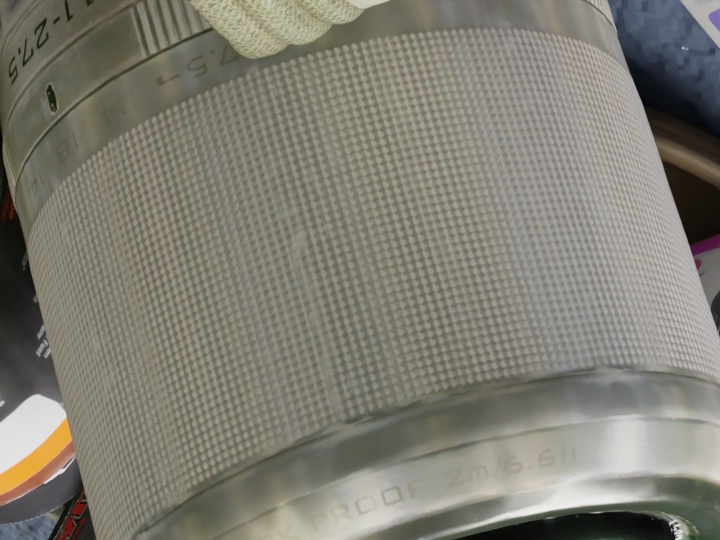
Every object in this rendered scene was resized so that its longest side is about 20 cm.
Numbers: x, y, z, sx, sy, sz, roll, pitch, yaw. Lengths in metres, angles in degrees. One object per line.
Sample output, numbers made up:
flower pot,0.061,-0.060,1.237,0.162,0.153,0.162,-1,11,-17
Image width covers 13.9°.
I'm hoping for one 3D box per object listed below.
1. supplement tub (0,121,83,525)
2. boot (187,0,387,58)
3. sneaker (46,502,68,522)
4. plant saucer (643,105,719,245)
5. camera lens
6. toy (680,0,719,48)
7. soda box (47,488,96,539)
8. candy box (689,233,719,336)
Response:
supplement tub,-0.129,0.003,0.813,0.107,0.107,0.200,10,157,21
boot,0.000,-0.138,0.591,0.154,0.072,0.200,-14,126,20
sneaker,-0.074,0.050,0.963,0.200,0.075,0.081,19,138,-13
plant saucer,0.070,0.015,0.888,0.200,0.029,0.200,17,142,14
camera lens,0.000,0.000,0.735,0.160,0.200,0.160,-14,159,-6
toy,0.080,-0.115,0.714,0.200,0.047,0.115,44,138,-21
soda box,-0.062,0.099,0.923,0.071,0.063,0.200,21,122,-15
candy box,0.123,0.086,0.867,0.200,0.061,0.136,44,140,-22
